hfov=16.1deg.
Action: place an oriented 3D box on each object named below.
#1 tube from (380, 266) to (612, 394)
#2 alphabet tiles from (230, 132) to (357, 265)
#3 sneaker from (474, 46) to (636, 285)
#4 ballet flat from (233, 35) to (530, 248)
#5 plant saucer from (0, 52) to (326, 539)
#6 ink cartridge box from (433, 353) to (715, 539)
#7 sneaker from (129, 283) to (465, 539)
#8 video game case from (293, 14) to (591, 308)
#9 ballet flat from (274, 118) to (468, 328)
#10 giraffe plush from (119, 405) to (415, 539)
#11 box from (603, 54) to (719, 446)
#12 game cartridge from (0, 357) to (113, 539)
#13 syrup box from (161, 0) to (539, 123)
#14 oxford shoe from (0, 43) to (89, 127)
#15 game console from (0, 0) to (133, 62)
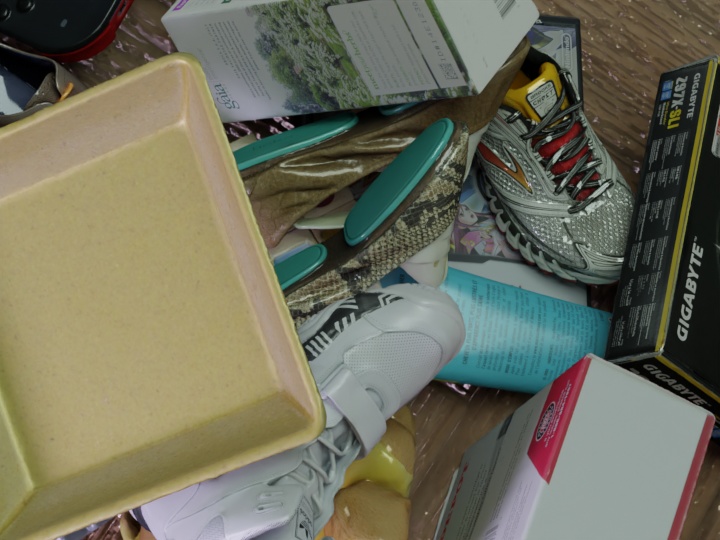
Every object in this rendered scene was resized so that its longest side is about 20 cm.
[{"bbox_3d":[0.093,0.041,1.486,0.199,0.050,0.078,13,68,-17],"label":"tube"},{"bbox_3d":[-0.080,0.016,1.476,0.199,0.006,0.167,-27,73,-12],"label":"alphabet tiles"},{"bbox_3d":[0.102,-0.075,1.502,0.078,0.082,0.200,-38,82,-23],"label":"sneaker"},{"bbox_3d":[0.017,-0.069,1.463,0.199,0.068,0.073,-26,108,5],"label":"ballet flat"},{"bbox_3d":[-0.130,0.019,1.268,0.199,0.048,0.201,-21,85,15],"label":"plant saucer"},{"bbox_3d":[0.101,0.151,1.383,0.083,0.200,0.146,24,67,-8],"label":"ink cartridge box"},{"bbox_3d":[-0.020,0.095,1.278,0.199,0.075,0.115,-32,42,0],"label":"sneaker"},{"bbox_3d":[0.049,-0.068,1.545,0.179,0.026,0.201,4,69,-11],"label":"video game case"},{"bbox_3d":[0.000,0.000,1.428,0.200,0.068,0.075,-40,109,10],"label":"ballet flat"},{"bbox_3d":[-0.059,0.165,1.384,0.161,0.173,0.201,6,103,0],"label":"giraffe plush"},{"bbox_3d":[0.226,0.000,1.505,0.159,0.049,0.201,35,58,-35],"label":"box"},{"bbox_3d":[-0.163,0.033,1.353,0.133,0.041,0.201,-32,94,-43],"label":"game cartridge"},{"bbox_3d":[-0.008,-0.144,1.446,0.082,0.199,0.079,-53,126,-37],"label":"syrup box"},{"bbox_3d":[-0.168,-0.073,1.462,0.199,0.073,0.072,27,67,5],"label":"oxford shoe"},{"bbox_3d":[-0.184,-0.234,1.501,0.176,0.031,0.201,27,81,17],"label":"game console"}]
